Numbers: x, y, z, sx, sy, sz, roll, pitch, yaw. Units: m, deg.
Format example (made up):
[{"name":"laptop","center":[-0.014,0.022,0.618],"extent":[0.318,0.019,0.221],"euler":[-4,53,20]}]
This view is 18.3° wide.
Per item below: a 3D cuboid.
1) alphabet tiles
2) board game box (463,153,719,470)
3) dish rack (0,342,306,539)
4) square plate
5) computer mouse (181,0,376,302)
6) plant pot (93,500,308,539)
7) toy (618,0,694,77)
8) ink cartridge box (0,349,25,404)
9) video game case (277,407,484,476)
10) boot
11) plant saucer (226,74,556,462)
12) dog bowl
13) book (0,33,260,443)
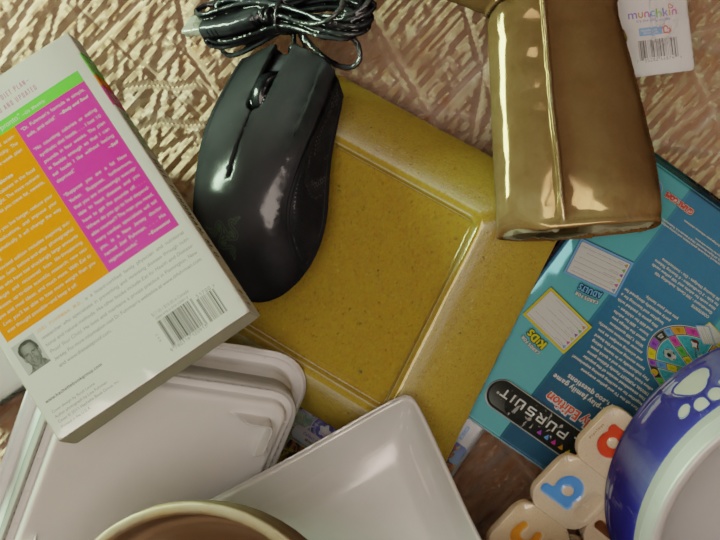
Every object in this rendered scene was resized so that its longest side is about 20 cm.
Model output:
[{"name":"alphabet tiles","center":[0.178,0.174,1.397],"extent":[0.196,0.015,0.200],"euler":[38,100,-29]},{"name":"board game box","center":[0.170,0.041,1.394],"extent":[0.151,0.047,0.200],"euler":[35,103,-6]},{"name":"dish rack","center":[-0.133,0.130,1.373],"extent":[0.172,0.044,0.200],"euler":[9,124,-23]},{"name":"square plate","center":[-0.009,0.206,1.340],"extent":[0.198,0.028,0.200],"euler":[-29,77,9]},{"name":"computer mouse","center":[-0.065,-0.082,1.374],"extent":[0.138,0.053,0.200],"euler":[0,80,35]},{"name":"plant pot","center":[-0.078,0.231,1.285],"extent":[0.201,0.093,0.201],"euler":[-1,87,22]},{"name":"toy","center":[0.138,-0.215,1.386],"extent":[0.115,0.047,0.200],"euler":[-7,89,5]},{"name":"ink cartridge box","center":[-0.201,0.021,1.398],"extent":[0.200,0.145,0.084],"euler":[-32,91,8]},{"name":"video game case","center":[-0.030,0.139,1.456],"extent":[0.143,0.018,0.200],"euler":[35,99,2]},{"name":"boot","center":[0.083,-0.117,1.327],"extent":[0.175,0.066,0.200],"euler":[-6,83,7]},{"name":"plant saucer","center":[0.000,0.000,1.390],"extent":[0.200,0.048,0.200],"euler":[30,99,23]},{"name":"dog bowl","center":[0.252,0.142,1.352],"extent":[0.200,0.079,0.200],"euler":[-7,117,-14]},{"name":"book","center":[-0.167,-0.020,1.291],"extent":[0.134,0.048,0.200],"euler":[-34,78,5]}]
